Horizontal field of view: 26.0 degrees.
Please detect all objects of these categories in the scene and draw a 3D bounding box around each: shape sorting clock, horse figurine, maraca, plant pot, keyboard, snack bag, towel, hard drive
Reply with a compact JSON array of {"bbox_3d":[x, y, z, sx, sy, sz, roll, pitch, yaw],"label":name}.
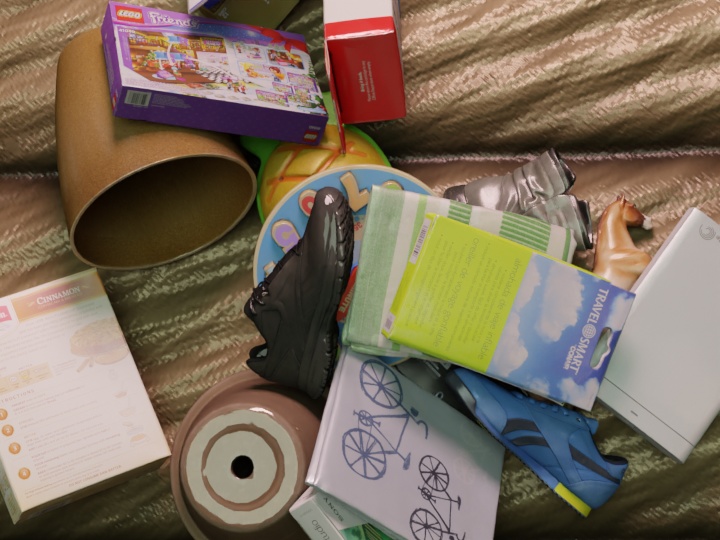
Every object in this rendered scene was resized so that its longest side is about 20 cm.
[{"bbox_3d":[0.000,0.000,1.448,0.199,0.039,0.201,-3,110,-7],"label":"shape sorting clock"},{"bbox_3d":[0.243,0.039,1.488,0.132,0.050,0.200,38,85,3],"label":"horse figurine"},{"bbox_3d":[-0.040,-0.091,1.513,0.137,0.107,0.201,-24,71,1],"label":"maraca"},{"bbox_3d":[-0.222,-0.134,1.515,0.186,0.186,0.200,-26,66,3],"label":"plant pot"},{"bbox_3d":[0.062,0.092,1.513,0.104,0.040,0.200,-44,88,-9],"label":"keyboard"},{"bbox_3d":[0.049,0.174,1.404,0.200,0.189,0.021,34,127,-17],"label":"snack bag"},{"bbox_3d":[0.092,0.014,1.434,0.199,0.023,0.153,10,95,-10],"label":"towel"},{"bbox_3d":[-0.095,0.186,1.445,0.199,0.175,0.201,-1,83,7],"label":"plant pot"},{"bbox_3d":[0.304,0.060,1.457,0.132,0.027,0.200,37,83,-3],"label":"hard drive"}]

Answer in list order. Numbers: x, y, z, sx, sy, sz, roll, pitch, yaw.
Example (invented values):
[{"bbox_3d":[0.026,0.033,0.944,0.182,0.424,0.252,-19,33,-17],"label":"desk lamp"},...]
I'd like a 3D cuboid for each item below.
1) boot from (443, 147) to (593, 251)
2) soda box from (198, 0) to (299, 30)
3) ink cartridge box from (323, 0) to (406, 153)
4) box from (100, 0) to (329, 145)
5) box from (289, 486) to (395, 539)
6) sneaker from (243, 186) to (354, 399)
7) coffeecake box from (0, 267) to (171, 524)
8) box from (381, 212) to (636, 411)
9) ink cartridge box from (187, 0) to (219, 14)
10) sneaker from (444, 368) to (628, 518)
[{"bbox_3d":[0.162,-0.010,1.483,0.130,0.068,0.201,-17,78,18],"label":"boot"},{"bbox_3d":[-0.074,-0.317,1.556,0.200,0.064,0.068,-49,35,-2],"label":"soda box"},{"bbox_3d":[0.004,-0.223,1.479,0.067,0.116,0.201,-6,53,5],"label":"ink cartridge box"},{"bbox_3d":[-0.138,-0.185,1.466,0.199,0.039,0.137,7,40,-21],"label":"box"},{"bbox_3d":[0.033,0.217,1.407,0.036,0.200,0.145,-35,95,36],"label":"box"},{"bbox_3d":[-0.056,0.019,1.400,0.090,0.076,0.201,12,109,3],"label":"sneaker"},{"bbox_3d":[-0.293,0.119,1.499,0.153,0.073,0.201,-19,79,-24],"label":"coffeecake box"},{"bbox_3d":[0.133,0.038,1.406,0.199,0.048,0.122,21,93,-11],"label":"box"},{"bbox_3d":[-0.087,-0.341,1.502,0.197,0.047,0.200,-34,39,17],"label":"ink cartridge box"},{"bbox_3d":[0.165,0.143,1.451,0.200,0.066,0.078,41,92,-14],"label":"sneaker"}]
